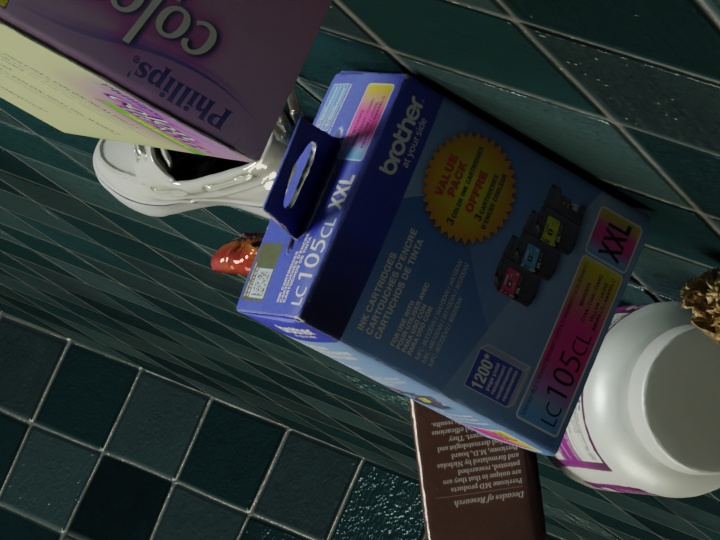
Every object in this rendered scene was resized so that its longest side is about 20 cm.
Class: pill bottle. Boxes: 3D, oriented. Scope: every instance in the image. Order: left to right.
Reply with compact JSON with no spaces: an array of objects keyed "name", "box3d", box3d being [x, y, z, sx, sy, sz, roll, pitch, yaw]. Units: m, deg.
[{"name":"pill bottle","box3d":[0.173,0.074,1.744,0.112,0.113,0.200,25,173,-10]}]

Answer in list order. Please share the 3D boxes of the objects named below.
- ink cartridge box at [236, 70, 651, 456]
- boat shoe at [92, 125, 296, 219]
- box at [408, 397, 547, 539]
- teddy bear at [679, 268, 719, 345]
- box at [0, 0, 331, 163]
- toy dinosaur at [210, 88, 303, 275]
[{"name":"ink cartridge box","box3d":[0.030,-0.010,1.500,0.199,0.137,0.076,28,170,-27]},{"name":"boat shoe","box3d":[-0.099,-0.070,1.764,0.199,0.072,0.066,15,164,48]},{"name":"box","box3d":[0.069,0.093,1.849,0.074,0.201,0.100,-7,169,6]},{"name":"teddy bear","box3d":[0.235,0.035,1.506,0.145,0.067,0.200,34,179,-2]},{"name":"box","box3d":[-0.140,-0.134,1.333,0.175,0.097,0.200,29,172,-30]},{"name":"toy dinosaur","box3d":[0.000,0.000,1.604,0.181,0.201,0.105,-23,-146,-30]}]
